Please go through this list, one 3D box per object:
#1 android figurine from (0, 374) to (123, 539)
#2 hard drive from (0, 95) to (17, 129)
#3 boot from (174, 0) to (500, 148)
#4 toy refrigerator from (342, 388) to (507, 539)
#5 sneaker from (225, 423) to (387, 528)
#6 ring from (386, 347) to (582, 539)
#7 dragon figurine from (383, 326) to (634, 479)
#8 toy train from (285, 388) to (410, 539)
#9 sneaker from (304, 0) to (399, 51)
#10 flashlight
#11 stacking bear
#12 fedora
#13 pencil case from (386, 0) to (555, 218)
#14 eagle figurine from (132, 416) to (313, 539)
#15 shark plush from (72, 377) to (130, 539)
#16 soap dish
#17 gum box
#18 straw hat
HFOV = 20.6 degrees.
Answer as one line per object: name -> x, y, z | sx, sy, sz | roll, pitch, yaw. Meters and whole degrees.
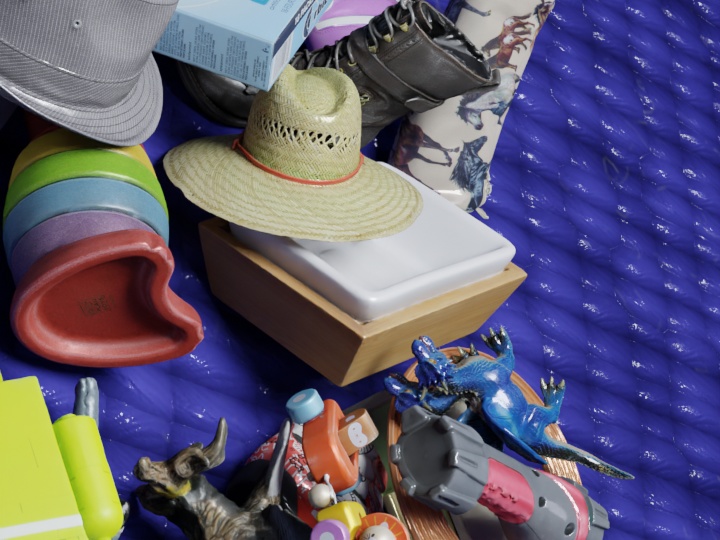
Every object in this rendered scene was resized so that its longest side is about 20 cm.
android figurine -> -0.212, 0.126, 1.032 | 0.181, 0.041, 0.201 | -9, 61, -27
hard drive -> -0.286, -0.122, 1.254 | 0.132, 0.026, 0.201 | 45, 41, -19
boot -> -0.017, -0.157, 1.451 | 0.199, 0.174, 0.070 | 26, 50, -36
toy refrigerator -> 0.061, 0.177, 1.416 | 0.070, 0.076, 0.202 | -12, 78, -50
sneaker -> 0.002, 0.189, 1.350 | 0.202, 0.067, 0.108 | 52, 42, -7
ring -> 0.088, 0.150, 1.387 | 0.200, 0.019, 0.202 | 26, 50, -37
dragon figurine -> 0.097, 0.109, 1.360 | 0.200, 0.059, 0.100 | 46, 41, -17
toy train -> 0.018, 0.170, 1.229 | 0.150, 0.055, 0.201 | -83, 147, -72
sneaker -> 0.028, -0.205, 1.615 | 0.200, 0.072, 0.115 | -10, 72, -50
flashlight -> 0.092, 0.149, 1.287 | 0.200, 0.067, 0.069 | 31, 77, -53
stacking bear -> -0.173, -0.050, 1.272 | 0.122, 0.113, 0.201 | 72, 6, -53
fedora -> -0.182, -0.178, 1.220 | 0.199, 0.090, 0.178 | 32, 34, -19
pencil case -> 0.089, -0.145, 1.557 | 0.089, 0.202, 0.078 | 16, 11, -26
eagle figurine -> -0.072, 0.204, 1.221 | 0.201, 0.151, 0.151 | 54, 28, 8
shark plush -> -0.157, 0.164, 1.177 | 0.091, 0.083, 0.201 | 34, 46, -29
soap dish -> 0.000, 0.000, 1.405 | 0.157, 0.082, 0.199 | 34, 31, 27
gum box -> -0.121, -0.216, 1.390 | 0.198, 0.045, 0.170 | 20, 43, 9
straw hat -> -0.038, -0.097, 1.372 | 0.200, 0.200, 0.086 | -20, 126, -51
